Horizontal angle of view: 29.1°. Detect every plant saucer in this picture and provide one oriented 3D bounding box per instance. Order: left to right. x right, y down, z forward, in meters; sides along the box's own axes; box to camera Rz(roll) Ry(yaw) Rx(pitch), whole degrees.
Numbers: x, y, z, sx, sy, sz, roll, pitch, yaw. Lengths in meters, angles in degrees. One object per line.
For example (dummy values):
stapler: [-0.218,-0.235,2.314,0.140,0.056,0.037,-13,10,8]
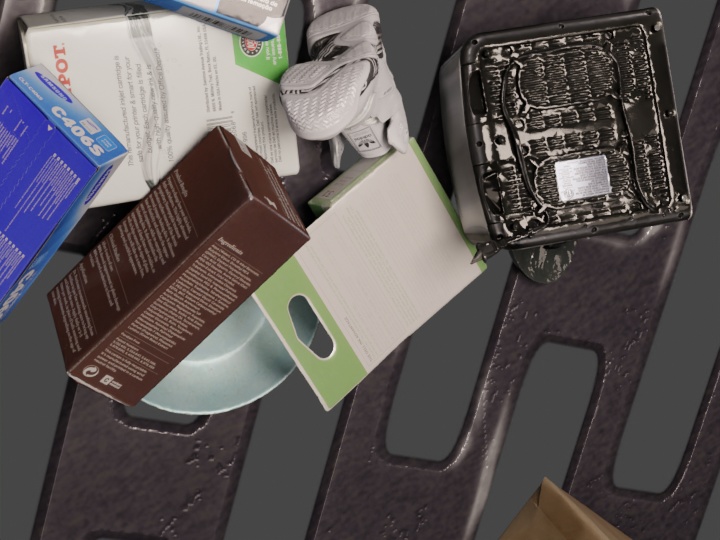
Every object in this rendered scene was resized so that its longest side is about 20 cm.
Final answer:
plant saucer: [-0.132,0.022,1.172,0.201,0.039,0.201,-5,107,-16]

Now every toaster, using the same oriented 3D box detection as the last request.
toaster: [0.160,-0.110,1.155,0.200,0.119,0.181,-10,91,-9]

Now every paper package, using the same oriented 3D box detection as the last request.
paper package: [0.244,0.313,1.304,0.200,0.191,0.104,37,92,-23]

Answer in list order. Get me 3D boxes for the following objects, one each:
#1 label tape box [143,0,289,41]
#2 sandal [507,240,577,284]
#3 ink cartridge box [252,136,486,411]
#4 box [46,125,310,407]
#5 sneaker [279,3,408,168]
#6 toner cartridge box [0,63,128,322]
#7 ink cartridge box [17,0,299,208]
label tape box: [-0.103,-0.284,1.004,0.143,0.066,0.200,17,93,-17]
sandal: [0.178,-0.083,1.239,0.075,0.048,0.201,5,103,-20]
ink cartridge box: [0.000,0.000,1.179,0.200,0.048,0.146,-40,116,-19]
box: [-0.142,-0.003,1.057,0.200,0.100,0.075,-43,131,15]
sneaker: [-0.006,-0.125,1.094,0.075,0.200,0.115,-12,120,14]
toner cartridge box: [-0.264,-0.049,1.035,0.095,0.043,0.200,45,121,2]
ink cartridge box: [-0.159,-0.137,1.089,0.200,0.083,0.147,-10,110,-16]
